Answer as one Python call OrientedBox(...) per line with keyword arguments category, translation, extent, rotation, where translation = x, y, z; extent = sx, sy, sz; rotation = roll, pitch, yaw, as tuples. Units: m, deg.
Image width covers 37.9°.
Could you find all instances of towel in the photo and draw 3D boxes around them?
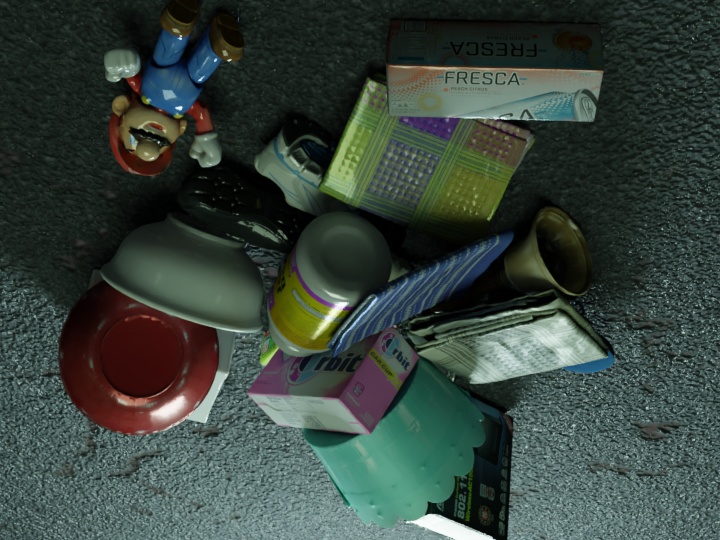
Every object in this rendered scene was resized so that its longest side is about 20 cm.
OrientedBox(category="towel", translation=(0.066, 0.024, 1.119), extent=(0.199, 0.024, 0.145), rotation=(-24, 164, -33))
OrientedBox(category="towel", translation=(0.069, -0.109, 1.080), extent=(0.198, 0.023, 0.145), rotation=(17, 116, -19))
OrientedBox(category="towel", translation=(0.175, 0.087, 1.229), extent=(0.191, 0.035, 0.200), rotation=(-13, 151, 27))

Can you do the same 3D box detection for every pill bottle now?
OrientedBox(category="pill bottle", translation=(-0.043, 0.025, 1.152), extent=(0.103, 0.105, 0.200), rotation=(14, 150, -13))

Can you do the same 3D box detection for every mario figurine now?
OrientedBox(category="mario figurine", translation=(-0.186, -0.158, 1.017), extent=(0.123, 0.106, 0.200), rotation=(44, 131, 5))

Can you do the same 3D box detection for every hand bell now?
OrientedBox(category="hand bell", translation=(0.159, 0.013, 1.221), extent=(0.104, 0.105, 0.199), rotation=(31, 139, -32))

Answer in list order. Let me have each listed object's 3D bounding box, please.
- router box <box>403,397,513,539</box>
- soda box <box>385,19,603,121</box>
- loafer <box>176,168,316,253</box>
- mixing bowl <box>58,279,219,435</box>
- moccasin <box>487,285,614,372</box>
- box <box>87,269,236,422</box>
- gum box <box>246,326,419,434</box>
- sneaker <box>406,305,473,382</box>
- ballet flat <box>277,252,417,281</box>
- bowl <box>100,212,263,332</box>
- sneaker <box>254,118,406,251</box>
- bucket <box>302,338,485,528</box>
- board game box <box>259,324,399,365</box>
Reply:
OrientedBox(category="router box", translation=(0.144, 0.281, 1.504), extent=(0.149, 0.202, 0.062), rotation=(27, 144, -28))
OrientedBox(category="soda box", translation=(0.123, -0.186, 0.979), extent=(0.197, 0.064, 0.069), rotation=(3, 145, 5))
OrientedBox(category="loafer", translation=(-0.112, -0.062, 1.188), extent=(0.199, 0.069, 0.070), rotation=(19, 163, -25))
OrientedBox(category="mixing bowl", translation=(-0.261, 0.100, 1.252), extent=(0.198, 0.203, 0.108), rotation=(14, 175, -13))
OrientedBox(category="moccasin", translation=(0.244, 0.065, 1.312), extent=(0.199, 0.069, 0.080), rotation=(29, 131, -31))
OrientedBox(category="box", translation=(-0.277, 0.103, 1.395), extent=(0.198, 0.107, 0.153), rotation=(15, 143, -12))
OrientedBox(category="gum box", translation=(-0.039, 0.125, 1.252), extent=(0.199, 0.114, 0.066), rotation=(-5, 133, 51))
OrientedBox(category="sneaker", translation=(0.100, 0.091, 1.375), extent=(0.079, 0.074, 0.201), rotation=(13, 140, 8))
OrientedBox(category="ballet flat", translation=(0.000, 0.000, 1.255), extent=(0.197, 0.073, 0.072), rotation=(5, 145, -2))
OrientedBox(category="bowl", translation=(-0.191, -0.008, 1.210), extent=(0.199, 0.091, 0.201), rotation=(22, -174, -3))
OrientedBox(category="sneaker", translation=(-0.033, -0.084, 1.146), extent=(0.200, 0.076, 0.086), rotation=(40, 139, -27))
OrientedBox(category="bucket", translation=(0.036, 0.192, 1.285), extent=(0.206, 0.208, 0.135), rotation=(-22, 117, 33))
OrientedBox(category="board game box", translation=(-0.042, 0.079, 1.382), extent=(0.101, 0.048, 0.200), rotation=(22, 141, -23))
